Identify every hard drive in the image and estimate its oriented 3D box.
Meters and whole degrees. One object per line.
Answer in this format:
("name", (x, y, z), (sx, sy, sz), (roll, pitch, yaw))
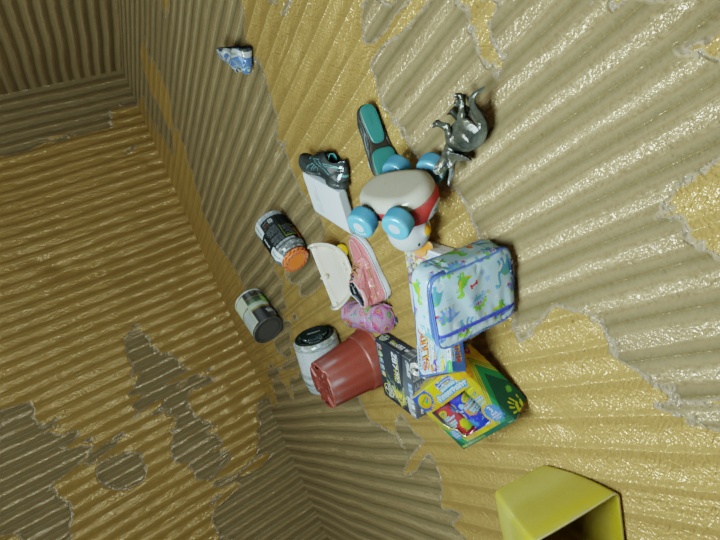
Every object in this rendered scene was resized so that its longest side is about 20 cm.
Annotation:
("hard drive", (-0.088, -0.195, 1.518), (0.199, 0.026, 0.134), (35, 150, 47))

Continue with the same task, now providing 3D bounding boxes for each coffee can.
("coffee can", (-0.457, 0.201, 2.413), (0.200, 0.144, 0.149), (46, 147, 35))

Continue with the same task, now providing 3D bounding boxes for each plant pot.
("plant pot", (-0.040, 0.310, 1.661), (0.200, 0.192, 0.204), (42, 145, 39))
("plant pot", (0.375, 0.510, 1.058), (0.176, 0.196, 0.205), (-151, 43, -66))

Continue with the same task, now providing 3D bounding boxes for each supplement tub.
("supplement tub", (-0.267, -0.100, 1.846), (0.201, 0.121, 0.124), (51, 150, 29))

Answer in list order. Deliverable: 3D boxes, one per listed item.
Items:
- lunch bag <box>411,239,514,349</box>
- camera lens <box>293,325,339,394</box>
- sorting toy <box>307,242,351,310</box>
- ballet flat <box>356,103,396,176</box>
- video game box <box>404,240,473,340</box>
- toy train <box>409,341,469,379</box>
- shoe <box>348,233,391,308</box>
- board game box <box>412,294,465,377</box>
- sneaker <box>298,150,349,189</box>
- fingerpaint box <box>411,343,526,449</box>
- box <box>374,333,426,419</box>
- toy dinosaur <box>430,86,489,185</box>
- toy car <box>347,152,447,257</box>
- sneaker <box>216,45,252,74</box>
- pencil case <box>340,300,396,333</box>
("lunch bag", (0.196, 0.044, 1.001), (0.082, 0.196, 0.165), (34, 138, 57))
("camera lens", (-0.139, 0.306, 1.883), (0.159, 0.158, 0.205), (17, 125, 57))
("sorting toy", (-0.093, 0.006, 1.641), (0.204, 0.105, 0.179), (69, 161, -5))
("ballet flat", (0.039, -0.271, 1.208), (0.068, 0.066, 0.205), (146, 109, -73))
("video game box", (0.179, 0.034, 1.197), (0.199, 0.046, 0.186), (25, 133, 54))
("toy train", (0.211, 0.223, 1.245), (0.151, 0.056, 0.199), (51, 140, -4))
("shoe", (0.000, 0.000, 1.455), (0.203, 0.090, 0.071), (63, 153, 9))
("board game box", (0.160, 0.114, 1.123), (0.135, 0.034, 0.205), (145, 124, -62))
("sneaker", (-0.094, -0.288, 1.447), (0.198, 0.074, 0.081), (33, 130, 36))
("fingerpaint box", (0.230, 0.280, 1.174), (0.167, 0.073, 0.201), (43, 139, 5))
("box", (0.116, 0.294, 1.518), (0.160, 0.048, 0.205), (24, 131, 50))
("toy dinosaur", (0.188, -0.251, 0.948), (0.103, 0.077, 0.200), (51, 147, 5))
("toy car", (0.105, -0.103, 1.109), (0.174, 0.186, 0.201), (7, 143, 42))
("sneaker", (-0.399, -0.665, 1.698), (0.199, 0.074, 0.079), (33, 134, 50))
("pencil case", (0.020, 0.130, 1.536), (0.199, 0.086, 0.089), (-1, 111, 61))
